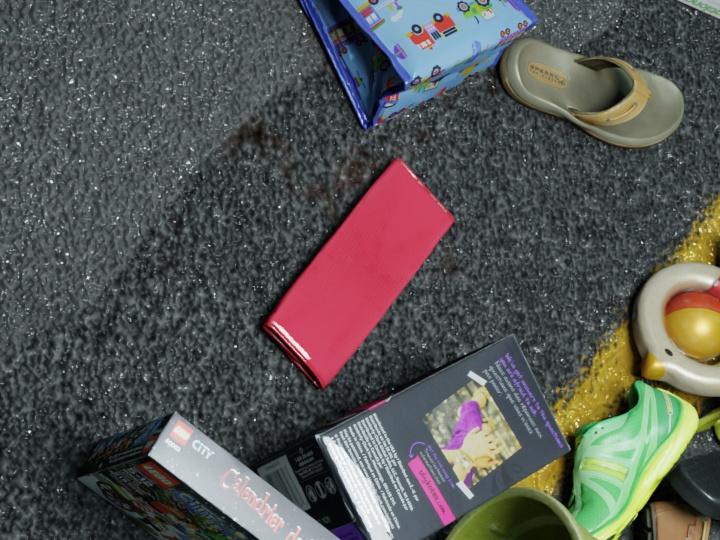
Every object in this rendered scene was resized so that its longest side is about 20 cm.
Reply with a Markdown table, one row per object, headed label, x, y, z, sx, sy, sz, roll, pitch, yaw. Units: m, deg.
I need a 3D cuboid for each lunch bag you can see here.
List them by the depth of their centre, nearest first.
| label | x | y | z | sx | sy | sz | roll | pitch | yaw |
| --- | --- | --- | --- | --- | --- | --- | --- | --- | --- |
| lunch bag | 0.025 | -0.246 | 1.361 | 0.150 | 0.094 | 0.201 | -29 | 84 | -30 |

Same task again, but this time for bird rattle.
| label | x | y | z | sx | sy | sz | roll | pitch | yaw |
| --- | --- | --- | --- | --- | --- | --- | --- | --- | --- |
| bird rattle | 0.325 | 0.048 | 1.454 | 0.162 | 0.113 | 0.201 | 12 | 68 | -11 |

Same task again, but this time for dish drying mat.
| label | x | y | z | sx | sy | sz | roll | pitch | yaw |
| --- | --- | --- | --- | --- | --- | --- | --- | --- | --- |
| dish drying mat | 0.000 | 0.000 | 1.316 | 0.077 | 0.018 | 0.200 | 46 | 58 | -14 |

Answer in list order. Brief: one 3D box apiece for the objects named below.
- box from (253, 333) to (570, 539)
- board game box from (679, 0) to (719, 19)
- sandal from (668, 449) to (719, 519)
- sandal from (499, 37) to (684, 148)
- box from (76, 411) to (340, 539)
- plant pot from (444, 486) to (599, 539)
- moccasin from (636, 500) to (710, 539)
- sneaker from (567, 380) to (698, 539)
| label | x | y | z | sx | sy | sz | roll | pitch | yaw |
| --- | --- | --- | --- | --- | --- | --- | --- | --- | --- |
| box | 0.039 | 0.144 | 1.238 | 0.199 | 0.122 | 0.107 | -24 | 86 | -34 |
| board game box | 0.310 | -0.330 | 1.574 | 0.199 | 0.035 | 0.127 | 18 | 70 | -26 |
| sandal | 0.323 | 0.196 | 1.423 | 0.200 | 0.048 | 0.075 | 8 | 32 | -50 |
| sandal | 0.218 | -0.165 | 1.466 | 0.199 | 0.054 | 0.081 | 15 | 70 | -27 |
| box | -0.092 | 0.183 | 1.144 | 0.200 | 0.136 | 0.038 | 40 | 61 | -16 |
| plant pot | 0.173 | 0.288 | 1.246 | 0.184 | 0.200 | 0.202 | 22 | 67 | -30 |
| moccasin | 0.271 | 0.298 | 1.368 | 0.077 | 0.074 | 0.202 | 7 | 63 | -3 |
| sneaker | 0.206 | 0.176 | 1.374 | 0.083 | 0.074 | 0.200 | 37 | 63 | 13 |
